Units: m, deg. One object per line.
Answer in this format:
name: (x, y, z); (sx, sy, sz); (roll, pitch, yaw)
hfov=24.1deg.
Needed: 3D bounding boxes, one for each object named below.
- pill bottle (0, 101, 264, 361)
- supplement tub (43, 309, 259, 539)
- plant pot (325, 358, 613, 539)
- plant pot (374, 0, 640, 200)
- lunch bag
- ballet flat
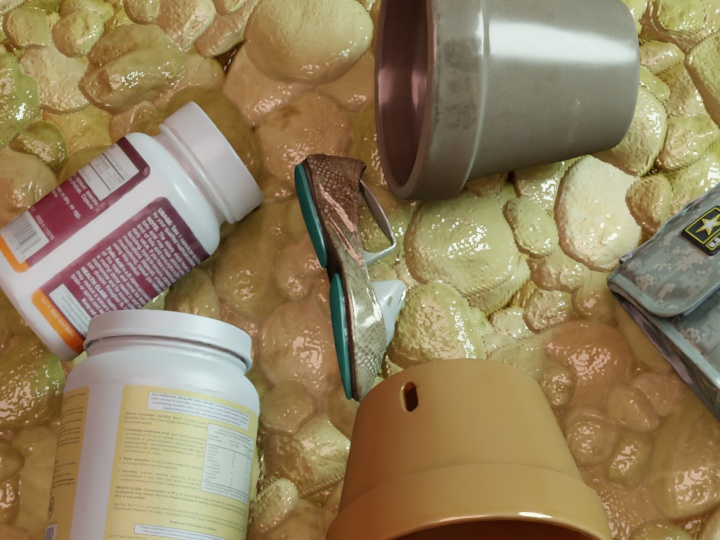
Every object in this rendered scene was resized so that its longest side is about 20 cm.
pill bottle: (-0.180, -0.033, 1.295); (0.200, 0.114, 0.114); (-37, 71, -5)
supplement tub: (-0.149, 0.142, 1.219); (0.144, 0.146, 0.202); (3, 73, 8)
plant pot: (0.068, 0.155, 1.173); (0.198, 0.201, 0.141); (-10, 55, 4)
plant pot: (0.112, -0.151, 1.267); (0.173, 0.200, 0.202); (1, 72, -10)
lunch bag: (0.294, 0.021, 1.215); (0.164, 0.118, 0.200); (-39, 65, -3)
ballet flat: (0.000, 0.000, 1.288); (0.065, 0.071, 0.201); (-10, 74, -11)
